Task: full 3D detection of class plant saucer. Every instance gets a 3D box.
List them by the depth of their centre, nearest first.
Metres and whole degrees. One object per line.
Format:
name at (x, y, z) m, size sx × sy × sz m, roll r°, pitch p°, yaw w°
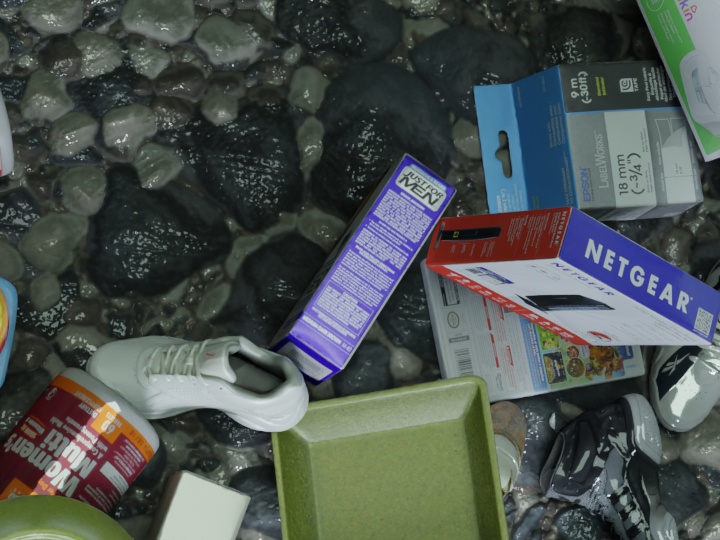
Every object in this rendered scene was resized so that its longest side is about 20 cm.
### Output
plant saucer at (-0.262, 0.284, 1.564) m, size 0.199 × 0.031 × 0.201 m, roll -1°, pitch 94°, yaw -15°
plant saucer at (0.029, 0.208, 1.707) m, size 0.198 × 0.048 × 0.201 m, roll -10°, pitch 69°, yaw 7°

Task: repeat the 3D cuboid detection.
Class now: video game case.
video game case at (0.164, 0.045, 1.829) m, size 0.199 × 0.018 × 0.144 m, roll -9°, pitch 82°, yaw -16°

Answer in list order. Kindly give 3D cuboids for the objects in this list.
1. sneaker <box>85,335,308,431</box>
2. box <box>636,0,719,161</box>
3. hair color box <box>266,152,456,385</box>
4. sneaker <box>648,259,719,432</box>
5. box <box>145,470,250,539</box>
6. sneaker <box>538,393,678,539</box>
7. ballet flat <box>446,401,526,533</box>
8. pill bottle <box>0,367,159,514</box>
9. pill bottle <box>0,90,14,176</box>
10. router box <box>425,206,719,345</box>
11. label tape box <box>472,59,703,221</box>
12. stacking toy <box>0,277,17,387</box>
sneaker at (-0.141, 0.084, 1.686) m, size 0.199 × 0.099 × 0.078 m, roll 5°, pitch 65°, yaw -5°
box at (0.376, -0.226, 1.860) m, size 0.176 × 0.097 × 0.201 m, roll -20°, pitch 86°, yaw -44°
hair color box at (0.000, 0.000, 1.744) m, size 0.065 × 0.109 × 0.200 m, roll 36°, pitch 73°, yaw -5°
sneaker at (0.352, 0.059, 1.820) m, size 0.079 × 0.130 × 0.199 m, roll 40°, pitch 73°, yaw -4°
box at (-0.165, 0.279, 1.665) m, size 0.068 × 0.082 × 0.201 m, roll 23°, pitch 76°, yaw -10°
sneaker at (0.227, 0.220, 1.790) m, size 0.113 × 0.075 × 0.201 m, roll -7°, pitch 84°, yaw -8°
ballet flat at (0.104, 0.206, 1.757) m, size 0.068 × 0.067 × 0.201 m, roll 37°, pitch 73°, yaw -15°
pill bottle at (-0.270, 0.190, 1.636) m, size 0.109 × 0.110 × 0.200 m, roll 39°, pitch 73°, yaw -5°
pill bottle at (-0.407, -0.114, 1.650) m, size 0.199 × 0.114 × 0.115 m, roll -16°, pitch 85°, yaw -18°
router box at (0.189, 0.008, 1.708) m, size 0.199 × 0.179 × 0.049 m, roll 27°, pitch 73°, yaw -32°
label tape box at (0.219, -0.122, 1.851) m, size 0.199 × 0.063 × 0.145 m, roll -4°, pitch 81°, yaw -16°
stacking toy at (-0.339, 0.033, 1.597) m, size 0.115 × 0.200 × 0.110 m, roll 9°, pitch 78°, yaw -13°
